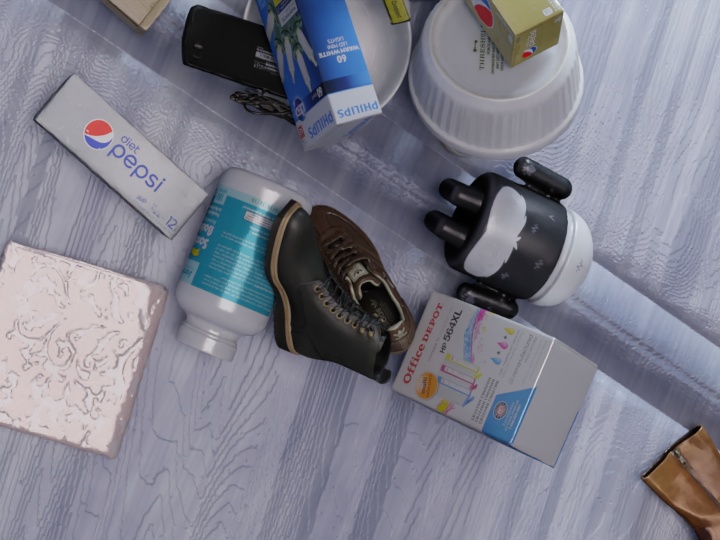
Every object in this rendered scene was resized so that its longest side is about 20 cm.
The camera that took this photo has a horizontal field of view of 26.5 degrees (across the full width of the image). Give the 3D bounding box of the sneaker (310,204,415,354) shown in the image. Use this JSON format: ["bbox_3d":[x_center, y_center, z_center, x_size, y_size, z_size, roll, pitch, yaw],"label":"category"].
[{"bbox_3d":[0.000,0.000,1.728,0.070,0.076,0.201,-35,77,-8],"label":"sneaker"}]

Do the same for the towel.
[{"bbox_3d":[-0.330,0.088,1.696,0.189,0.032,0.203,18,88,-15],"label":"towel"}]

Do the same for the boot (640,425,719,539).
[{"bbox_3d":[0.420,0.326,1.903,0.188,0.068,0.200,-43,102,-9],"label":"boot"}]

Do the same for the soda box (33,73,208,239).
[{"bbox_3d":[-0.264,-0.125,1.684,0.200,0.063,0.068,42,84,-14],"label":"soda box"}]

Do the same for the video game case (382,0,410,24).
[{"bbox_3d":[0.017,-0.400,1.652,0.025,0.181,0.202,-10,63,11],"label":"video game case"}]

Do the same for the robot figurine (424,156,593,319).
[{"bbox_3d":[0.175,-0.038,1.785,0.198,0.151,0.126,23,45,-15],"label":"robot figurine"}]

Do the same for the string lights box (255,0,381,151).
[{"bbox_3d":[-0.049,-0.241,1.624,0.058,0.103,0.203,-16,84,-25],"label":"string lights box"}]

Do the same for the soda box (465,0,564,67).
[{"bbox_3d":[0.139,-0.323,1.649,0.063,0.068,0.201,-27,69,-11],"label":"soda box"}]

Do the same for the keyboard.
[{"bbox_3d":[-0.106,-0.213,1.679,0.198,0.040,0.105,17,66,-15],"label":"keyboard"}]

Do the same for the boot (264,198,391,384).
[{"bbox_3d":[-0.026,0.024,1.658,0.078,0.137,0.202,-49,148,-35],"label":"boot"}]

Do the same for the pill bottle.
[{"bbox_3d":[-0.137,-0.004,1.703,0.110,0.111,0.202,23,87,-16],"label":"pill bottle"}]

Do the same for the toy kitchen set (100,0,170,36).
[{"bbox_3d":[-0.221,-0.390,1.618,0.163,0.180,0.201,39,79,-13],"label":"toy kitchen set"}]

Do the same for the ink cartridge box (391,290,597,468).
[{"bbox_3d":[0.142,0.119,1.748,0.125,0.199,0.130,30,83,-54],"label":"ink cartridge box"}]

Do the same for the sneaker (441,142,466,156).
[{"bbox_3d":[0.170,-0.220,1.788,0.075,0.088,0.202,30,84,-14],"label":"sneaker"}]

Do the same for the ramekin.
[{"bbox_3d":[0.152,-0.233,1.699,0.199,0.094,0.205,-1,66,1],"label":"ramekin"}]

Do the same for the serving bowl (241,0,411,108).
[{"bbox_3d":[-0.044,-0.261,1.736,0.197,0.066,0.203,-1,93,-15],"label":"serving bowl"}]
